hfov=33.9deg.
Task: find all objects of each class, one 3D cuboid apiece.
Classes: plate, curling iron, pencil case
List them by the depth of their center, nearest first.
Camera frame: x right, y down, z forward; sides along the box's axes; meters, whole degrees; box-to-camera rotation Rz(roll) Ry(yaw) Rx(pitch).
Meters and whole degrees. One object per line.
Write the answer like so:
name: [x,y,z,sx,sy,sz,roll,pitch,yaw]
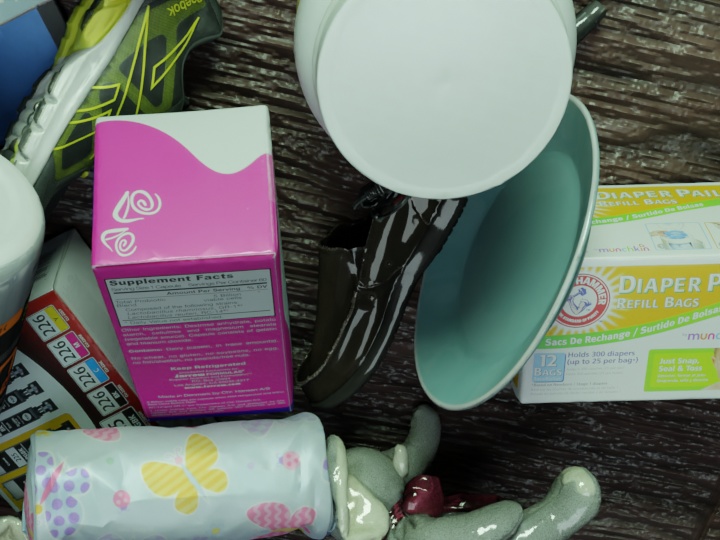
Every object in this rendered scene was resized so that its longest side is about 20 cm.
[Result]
plate: [0.090,-0.010,0.710,0.025,0.201,0.201,21,117,-18]
curling iron: [0.077,-0.096,0.722,0.200,0.050,0.026,-39,97,-8]
pencil case: [-0.116,0.139,0.761,0.198,0.084,0.091,-1,161,-16]

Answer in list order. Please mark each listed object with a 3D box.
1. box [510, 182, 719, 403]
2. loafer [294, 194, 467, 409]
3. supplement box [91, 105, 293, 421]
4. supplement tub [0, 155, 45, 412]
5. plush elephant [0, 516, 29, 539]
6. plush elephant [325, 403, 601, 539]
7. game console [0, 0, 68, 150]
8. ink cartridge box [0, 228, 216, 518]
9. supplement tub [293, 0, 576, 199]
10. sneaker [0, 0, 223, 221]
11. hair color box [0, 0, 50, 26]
box: [0.196,0.013,0.782,0.198,0.102,0.113,-2,120,-1]
loafer: [0.000,0.000,0.792,0.071,0.073,0.201,25,106,-11]
supplement box: [-0.095,0.003,0.716,0.102,0.102,0.201,-3,149,-4]
supplement tub: [-0.253,0.032,0.661,0.122,0.123,0.201,17,129,-11]
plush elephant: [-0.298,0.211,0.786,0.164,0.201,0.155,5,157,41]
plush elephant: [0.041,0.175,0.854,0.199,0.165,0.155,-35,78,-18]
game console: [-0.268,-0.118,0.687,0.118,0.173,0.201,-5,123,32]
ink cartridge box: [-0.221,0.102,0.828,0.175,0.084,0.201,-26,118,12]
supplement tub: [0.036,-0.136,0.635,0.143,0.200,0.145,-1,120,-1]
sneaker: [-0.149,-0.096,0.702,0.084,0.074,0.201,28,96,-27]
hair color box: [-0.205,-0.165,0.628,0.199,0.099,0.061,-31,118,-13]
